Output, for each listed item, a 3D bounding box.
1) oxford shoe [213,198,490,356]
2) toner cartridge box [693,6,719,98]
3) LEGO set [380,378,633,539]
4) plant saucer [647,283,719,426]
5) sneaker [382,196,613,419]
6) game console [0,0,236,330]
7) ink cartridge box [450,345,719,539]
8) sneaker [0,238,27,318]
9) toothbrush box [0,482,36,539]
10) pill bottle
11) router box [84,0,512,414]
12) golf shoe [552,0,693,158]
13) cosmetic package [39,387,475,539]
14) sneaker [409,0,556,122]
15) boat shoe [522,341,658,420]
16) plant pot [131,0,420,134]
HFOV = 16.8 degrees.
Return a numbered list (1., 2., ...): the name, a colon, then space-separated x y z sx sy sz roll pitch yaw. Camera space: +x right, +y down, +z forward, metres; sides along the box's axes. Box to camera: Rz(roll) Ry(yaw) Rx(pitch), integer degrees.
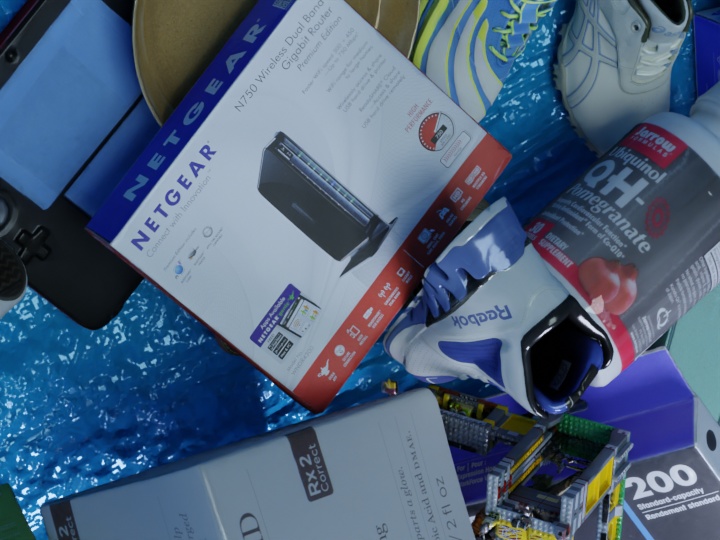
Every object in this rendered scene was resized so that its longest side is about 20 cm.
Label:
1. oxford shoe: 0.000 0.000 1.541 0.199 0.075 0.071 -30 118 -14
2. toner cartridge box: 0.282 -0.086 1.667 0.094 0.043 0.201 -15 114 -22
3. LEGO set: 0.080 0.160 1.552 0.116 0.199 0.155 -38 145 -54
4. plant saucer: 0.235 0.018 1.621 0.069 0.019 0.201 16 88 -14
5. sneaker: 0.085 0.046 1.471 0.080 0.200 0.115 -38 79 -19
6. game console: -0.156 -0.084 1.461 0.177 0.031 0.200 40 88 -31
7. ink cartridge box: 0.161 0.153 1.626 0.197 0.044 0.200 -18 125 30
8. sneaker: -0.294 -0.021 1.395 0.200 0.073 0.085 39 128 -15
9. toothbrush box: -0.209 0.241 1.450 0.086 0.200 0.146 -19 116 -14
10. pill bottle: 0.187 -0.029 1.547 0.200 0.111 0.111 -41 120 -12
11. router box: -0.035 -0.046 1.455 0.179 0.049 0.200 39 84 -28
12. golf shoe: 0.174 -0.149 1.562 0.078 0.097 0.201 -22 118 -20
13. cosmetic package: -0.053 0.183 1.467 0.199 0.164 0.166 -16 88 -45
14. sneaker: 0.088 -0.175 1.504 0.075 0.105 0.201 4 106 -27
15. boat shoe: 0.174 0.048 1.646 0.069 0.071 0.200 39 90 -33
16. plant pot: -0.054 -0.156 1.464 0.199 0.027 0.201 -13 115 -29
